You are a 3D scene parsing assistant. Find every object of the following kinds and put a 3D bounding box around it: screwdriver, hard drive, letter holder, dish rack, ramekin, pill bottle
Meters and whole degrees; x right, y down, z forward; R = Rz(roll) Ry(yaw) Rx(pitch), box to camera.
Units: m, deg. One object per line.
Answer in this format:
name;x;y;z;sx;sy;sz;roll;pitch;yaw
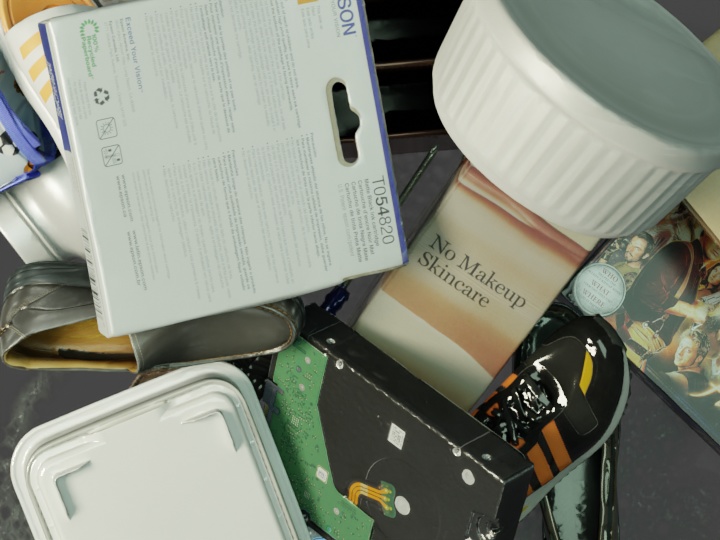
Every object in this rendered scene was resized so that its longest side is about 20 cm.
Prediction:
screwdriver;0.000;0.000;1.642;0.029;0.028;0.200;34;96;-37
hard drive;0.016;0.129;1.566;0.199;0.141;0.038;34;39;29
letter holder;0.050;-0.136;1.613;0.198;0.142;0.102;-5;87;-6
dish rack;-0.121;0.175;1.575;0.170;0.044;0.201;-21;101;-5
ramekin;0.134;-0.107;1.494;0.202;0.203;0.094;35;119;-3
pill bottle;-0.155;-0.081;1.605;0.200;0.112;0.113;-39;91;-6

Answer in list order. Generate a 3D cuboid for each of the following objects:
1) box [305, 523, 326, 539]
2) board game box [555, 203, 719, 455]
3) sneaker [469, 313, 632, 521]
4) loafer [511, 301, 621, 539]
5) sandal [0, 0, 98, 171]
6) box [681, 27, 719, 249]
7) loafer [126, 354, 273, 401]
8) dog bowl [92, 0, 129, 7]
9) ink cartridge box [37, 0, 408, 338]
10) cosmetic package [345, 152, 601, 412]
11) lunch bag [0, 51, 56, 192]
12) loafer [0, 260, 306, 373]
box;-0.075;0.227;1.636;0.198;0.035;0.111;-2;87;-6
board game box;0.250;0.035;1.678;0.200;0.035;0.136;43;84;-2
sneaker;0.099;0.111;1.573;0.090;0.200;0.070;-14;58;-46
loafer;0.144;0.122;1.637;0.071;0.063;0.202;-9;95;6
sandal;-0.158;-0.106;1.511;0.079;0.059;0.208;-23;84;-36
box;0.293;-0.101;1.593;0.200;0.021;0.164;-40;87;-5
loafer;-0.123;0.091;1.629;0.200;0.071;0.073;-43;122;-1
dog bowl;-0.097;-0.218;1.584;0.198;0.200;0.059;-13;115;-6
ink cartridge box;-0.082;-0.077;1.488;0.198;0.041;0.201;-12;100;-16
cosmetic package;0.080;-0.005;1.590;0.103;0.087;0.201;32;117;-3
lunch bag;-0.301;-0.122;1.555;0.169;0.124;0.201;-26;81;18
loafer;-0.134;0.041;1.541;0.198;0.073;0.073;-2;127;8
